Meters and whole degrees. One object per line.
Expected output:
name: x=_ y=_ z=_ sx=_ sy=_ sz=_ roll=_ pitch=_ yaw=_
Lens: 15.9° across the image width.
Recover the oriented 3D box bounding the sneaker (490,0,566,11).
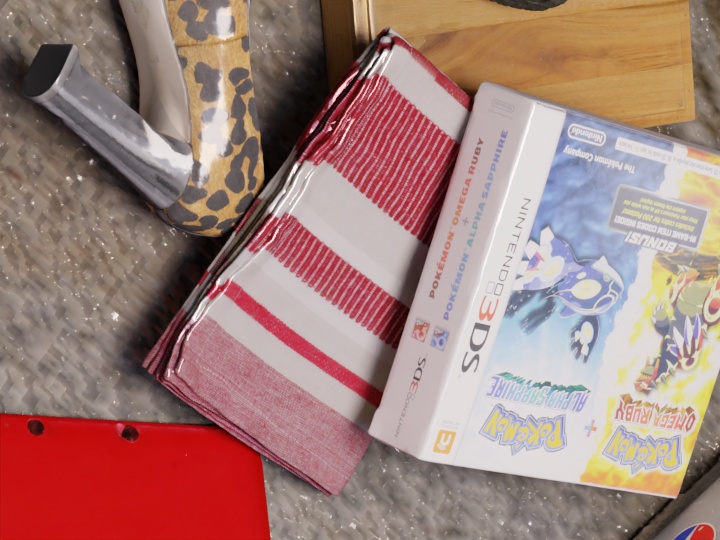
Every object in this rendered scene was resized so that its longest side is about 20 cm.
sneaker: x=0.054 y=-0.220 z=1.235 sx=0.089 sy=0.077 sz=0.200 roll=-41 pitch=102 yaw=-37

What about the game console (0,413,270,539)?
game console: x=-0.145 y=0.172 z=1.215 sx=0.199 sy=0.119 sz=0.173 roll=6 pitch=125 yaw=-30

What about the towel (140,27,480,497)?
towel: x=0.000 y=0.000 z=1.241 sx=0.144 sy=0.023 sz=0.200 roll=37 pitch=87 yaw=-42

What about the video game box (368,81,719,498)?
video game box: x=0.112 y=0.015 z=1.294 sx=0.199 sy=0.047 sz=0.183 roll=11 pitch=101 yaw=-43

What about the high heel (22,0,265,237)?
high heel: x=-0.058 y=-0.121 z=1.204 sx=0.142 sy=0.071 sz=0.200 roll=41 pitch=76 yaw=-37

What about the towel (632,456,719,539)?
towel: x=0.231 y=0.192 z=1.426 sx=0.132 sy=0.034 sz=0.200 roll=-41 pitch=114 yaw=-20

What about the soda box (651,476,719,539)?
soda box: x=0.162 y=0.189 z=1.338 sx=0.200 sy=0.068 sz=0.063 roll=-43 pitch=112 yaw=-4

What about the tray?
tray: x=0.078 y=-0.112 z=1.295 sx=0.199 sy=0.037 sz=0.099 roll=-11 pitch=102 yaw=-28
